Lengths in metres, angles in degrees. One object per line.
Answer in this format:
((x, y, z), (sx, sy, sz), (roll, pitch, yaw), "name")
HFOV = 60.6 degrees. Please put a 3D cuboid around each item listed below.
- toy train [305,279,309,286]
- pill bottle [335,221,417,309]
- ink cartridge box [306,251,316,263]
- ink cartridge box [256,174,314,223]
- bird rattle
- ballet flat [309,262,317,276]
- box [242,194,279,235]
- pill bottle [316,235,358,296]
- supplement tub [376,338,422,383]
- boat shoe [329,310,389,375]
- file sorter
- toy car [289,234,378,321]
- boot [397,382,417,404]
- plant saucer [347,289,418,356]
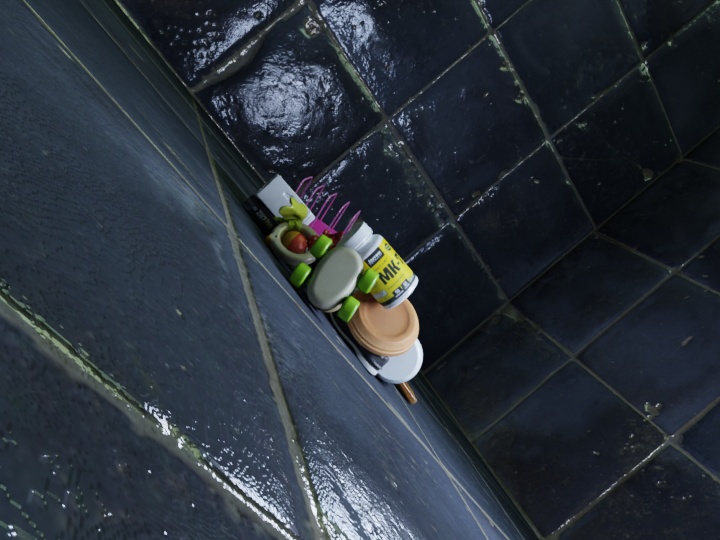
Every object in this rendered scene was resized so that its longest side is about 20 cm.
((-0.120, 0.041, 1.695), (0.056, 0.042, 0.200), (41, -1, 8), "toy train")
((0.038, -0.014, 1.501), (0.200, 0.114, 0.114), (47, 1, -13), "pill bottle")
((-0.111, -0.048, 1.890), (0.199, 0.083, 0.146), (39, 19, 8), "ink cartridge box")
((-0.204, -0.179, 1.711), (0.147, 0.083, 0.200), (49, 0, -3), "ink cartridge box")
((-0.147, -0.069, 1.532), (0.200, 0.163, 0.113), (45, -40, 3), "bird rattle")
((-0.123, -0.016, 1.583), (0.199, 0.057, 0.066), (31, 3, 30), "ballet flat")
((-0.234, -0.113, 1.706), (0.161, 0.049, 0.200), (48, 0, 15), "box")
((-0.042, 0.019, 1.644), (0.114, 0.113, 0.202), (43, 26, -86), "pill bottle")
((0.098, 0.230, 1.668), (0.145, 0.144, 0.200), (51, 0, 8), "supplement tub")
((-0.004, 0.170, 1.562), (0.200, 0.060, 0.074), (51, 5, 26), "boat shoe")
((-0.113, -0.179, 1.875), (0.199, 0.126, 0.139), (34, 18, 0), "file sorter")
((-0.067, 0.037, 1.462), (0.163, 0.158, 0.200), (35, -17, 4), "toy car")
((0.112, 0.307, 1.945), (0.201, 0.068, 0.188), (52, 0, -11), "boot")
((0.061, 0.118, 1.553), (0.201, 0.199, 0.038), (51, -37, 12), "plant saucer")
